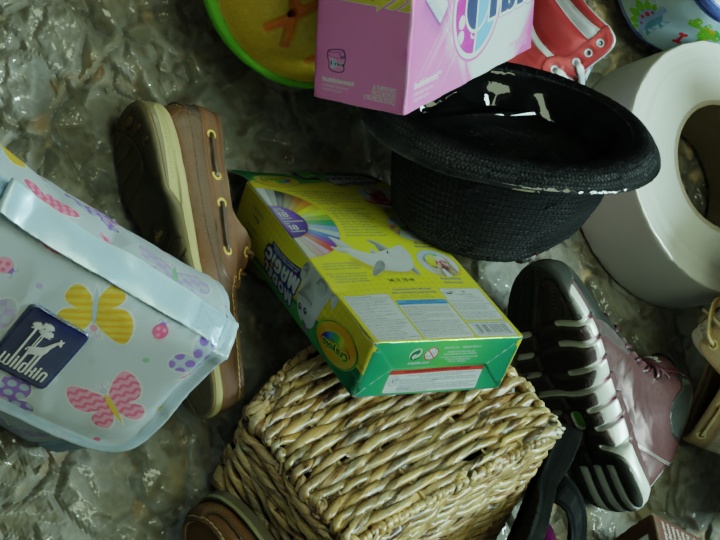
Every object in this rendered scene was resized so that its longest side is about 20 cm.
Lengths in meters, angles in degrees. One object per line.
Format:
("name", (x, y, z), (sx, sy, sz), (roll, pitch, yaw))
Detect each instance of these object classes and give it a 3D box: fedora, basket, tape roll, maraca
("fedora", (0.090, -0.065, 1.106), (0.201, 0.201, 0.092), (-10, 128, -36))
("basket", (0.003, 0.130, 1.097), (0.200, 0.149, 0.143), (-23, 61, -36))
("tape roll", (0.258, -0.074, 1.313), (0.202, 0.071, 0.203), (8, 76, -33))
("maraca", (-0.023, -0.182, 1.116), (0.200, 0.107, 0.137), (27, 86, -37))

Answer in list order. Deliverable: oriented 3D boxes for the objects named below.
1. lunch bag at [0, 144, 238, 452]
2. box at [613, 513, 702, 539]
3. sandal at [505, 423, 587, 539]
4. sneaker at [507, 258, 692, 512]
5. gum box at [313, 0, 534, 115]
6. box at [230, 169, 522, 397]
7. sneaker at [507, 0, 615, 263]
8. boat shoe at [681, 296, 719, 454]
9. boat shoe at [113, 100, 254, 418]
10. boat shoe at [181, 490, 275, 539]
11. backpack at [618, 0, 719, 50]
("lunch bag", (-0.181, 0.016, 0.906), (0.170, 0.200, 0.127), (33, 63, -26))
("box", (0.263, 0.266, 1.225), (0.200, 0.075, 0.100), (29, 36, -25))
("sandal", (0.128, 0.171, 1.127), (0.048, 0.075, 0.200), (26, 35, 5))
("sneaker", (0.182, 0.067, 1.237), (0.116, 0.076, 0.200), (-34, 111, -40))
("gum box", (0.049, -0.181, 1.072), (0.200, 0.066, 0.114), (-34, 133, -55))
("box", (0.000, 0.000, 1.078), (0.117, 0.048, 0.200), (0, 38, -34))
("sneaker", (0.134, -0.111, 1.206), (0.112, 0.071, 0.200), (-12, 91, -8))
("boat shoe", (0.279, 0.056, 1.250), (0.074, 0.069, 0.200), (-78, 174, -61))
("boat shoe", (-0.097, -0.010, 1.049), (0.068, 0.072, 0.200), (-8, 83, -34))
("boat shoe", (-0.069, 0.235, 1.018), (0.068, 0.072, 0.200), (-23, 94, -37))
("backpack", (0.304, -0.263, 1.336), (0.200, 0.147, 0.183), (-2, 79, -32))
